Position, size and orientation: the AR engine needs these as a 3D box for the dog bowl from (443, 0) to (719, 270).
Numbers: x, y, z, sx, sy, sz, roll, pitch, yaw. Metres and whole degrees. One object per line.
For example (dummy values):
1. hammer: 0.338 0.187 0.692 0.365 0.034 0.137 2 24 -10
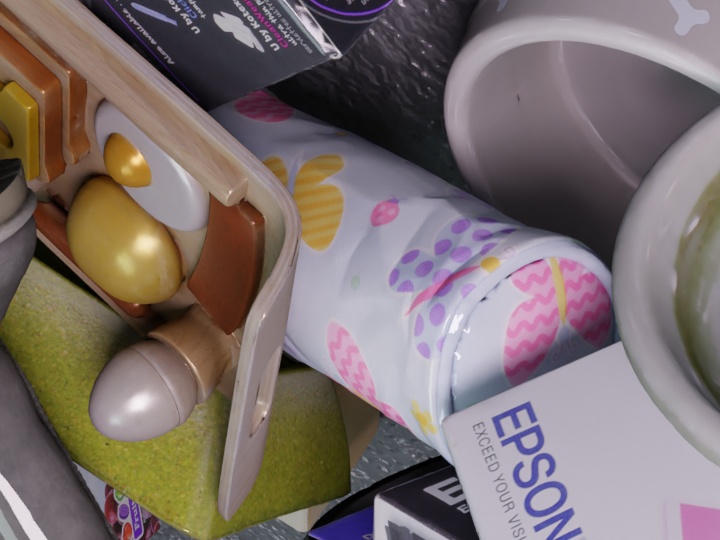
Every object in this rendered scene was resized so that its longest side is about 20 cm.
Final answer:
1. dog bowl: 0.115 -0.036 0.805 0.199 0.059 0.200 30 153 17

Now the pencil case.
1. pencil case: 0.000 0.000 0.838 0.200 0.083 0.091 28 170 47

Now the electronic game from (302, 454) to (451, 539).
1. electronic game: 0.063 0.101 0.953 0.200 0.199 0.042 -6 103 55

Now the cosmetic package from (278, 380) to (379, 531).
1. cosmetic package: -0.046 0.027 1.091 0.105 0.071 0.200 31 153 13

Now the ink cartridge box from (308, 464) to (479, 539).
1. ink cartridge box: 0.111 0.076 0.827 0.200 0.197 0.044 22 124 55

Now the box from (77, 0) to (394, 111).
1. box: -0.056 -0.124 0.797 0.106 0.122 0.200 49 151 -16

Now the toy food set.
1. toy food set: -0.101 -0.018 0.792 0.200 0.060 0.144 41 153 17

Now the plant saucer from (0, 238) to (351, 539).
1. plant saucer: -0.099 0.023 0.936 0.199 0.048 0.200 32 -172 13

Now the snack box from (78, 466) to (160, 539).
1. snack box: -0.162 0.056 1.113 0.053 0.142 0.201 -4 107 25

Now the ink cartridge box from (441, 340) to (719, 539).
1. ink cartridge box: 0.139 0.078 0.664 0.197 0.199 0.043 -111 -6 -48

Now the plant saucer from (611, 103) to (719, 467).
1. plant saucer: 0.168 0.014 0.651 0.199 0.200 0.050 21 139 29

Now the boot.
1. boot: -0.109 0.069 0.771 0.201 0.072 0.182 68 161 -6
